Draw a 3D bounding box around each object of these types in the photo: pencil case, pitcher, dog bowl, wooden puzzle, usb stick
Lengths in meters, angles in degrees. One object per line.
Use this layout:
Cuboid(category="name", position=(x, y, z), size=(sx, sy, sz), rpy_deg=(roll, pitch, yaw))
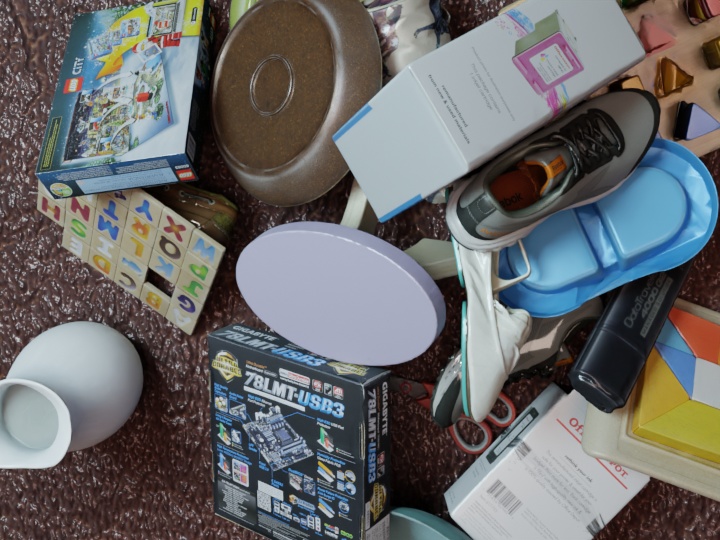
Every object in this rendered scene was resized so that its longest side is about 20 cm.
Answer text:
Cuboid(category="pencil case", position=(0.065, -0.158, 0.790), size=(0.089, 0.078, 0.202), rpy_deg=(-27, 109, -13))
Cuboid(category="pitcher", position=(-0.310, 0.124, 0.844), size=(0.170, 0.200, 0.123), rpy_deg=(-10, 98, 10))
Cuboid(category="dog bowl", position=(0.201, -0.032, 0.750), size=(0.198, 0.050, 0.112), rpy_deg=(-25, 76, 13))
Cuboid(category="wooden puzzle", position=(0.309, 0.109, 0.783), size=(0.198, 0.037, 0.186), rpy_deg=(17, 58, 5))
Cuboid(category="usb stick", position=(0.246, 0.036, 0.781), size=(0.055, 0.033, 0.201), rpy_deg=(36, 62, 1))

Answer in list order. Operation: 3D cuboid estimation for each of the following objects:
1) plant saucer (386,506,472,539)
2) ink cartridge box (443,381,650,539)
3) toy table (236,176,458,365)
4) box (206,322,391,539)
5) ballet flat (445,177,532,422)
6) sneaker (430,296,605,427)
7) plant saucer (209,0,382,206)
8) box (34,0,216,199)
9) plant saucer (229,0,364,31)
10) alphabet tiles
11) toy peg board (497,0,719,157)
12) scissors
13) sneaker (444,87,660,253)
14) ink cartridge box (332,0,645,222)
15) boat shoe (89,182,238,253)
Cuboid(category="plant saucer", position=(0.072, 0.302, 0.867), size=(0.199, 0.036, 0.202), rpy_deg=(24, 134, 27))
Cuboid(category="ink cartridge box", position=(0.191, 0.194, 0.848), size=(0.116, 0.068, 0.200), rpy_deg=(44, 93, -2))
Cuboid(category="toy table", position=(0.000, 0.000, 0.797), size=(0.198, 0.117, 0.185), rpy_deg=(21, 127, 20))
Cuboid(category="box", position=(-0.062, 0.169, 0.842), size=(0.198, 0.049, 0.201), rpy_deg=(12, 109, 35))
Cuboid(category="ballet flat", position=(0.108, 0.020, 0.717), size=(0.069, 0.069, 0.202), rpy_deg=(-5, 81, 8))
Cuboid(category="sneaker", position=(0.144, 0.079, 0.820), size=(0.200, 0.074, 0.079), rpy_deg=(-45, 72, 9))
Cuboid(category="plant saucer", position=(-0.068, -0.158, 0.770), size=(0.199, 0.034, 0.203), rpy_deg=(-3, 85, 38))
Cuboid(category="box", position=(-0.207, -0.163, 0.801), size=(0.135, 0.038, 0.202), rpy_deg=(-7, 56, 10))
Cuboid(category="plant saucer", position=(-0.032, -0.233, 0.832), size=(0.198, 0.031, 0.202), rpy_deg=(1, 100, 8))
Cuboid(category="alphabet tiles", position=(-0.229, -0.032, 0.851), size=(0.199, 0.008, 0.167), rpy_deg=(34, 143, 1))
Cuboid(category="toy peg board", position=(0.249, -0.182, 0.768), size=(0.198, 0.098, 0.201), rpy_deg=(-24, 96, 11))
Cuboid(category="scissors", position=(0.060, 0.116, 0.890), size=(0.199, 0.014, 0.074), rpy_deg=(30, 103, 3))
Cuboid(category="sneaker", position=(0.160, -0.082, 0.681), size=(0.199, 0.079, 0.074), rpy_deg=(-33, 85, -14))
Cuboid(category="ink cartridge box", position=(0.097, -0.133, 0.675), size=(0.199, 0.144, 0.085), rpy_deg=(-32, 92, -26))
Cuboid(category="boat shoe", position=(-0.213, -0.072, 0.871), size=(0.199, 0.072, 0.068), rpy_deg=(26, 74, 9))
